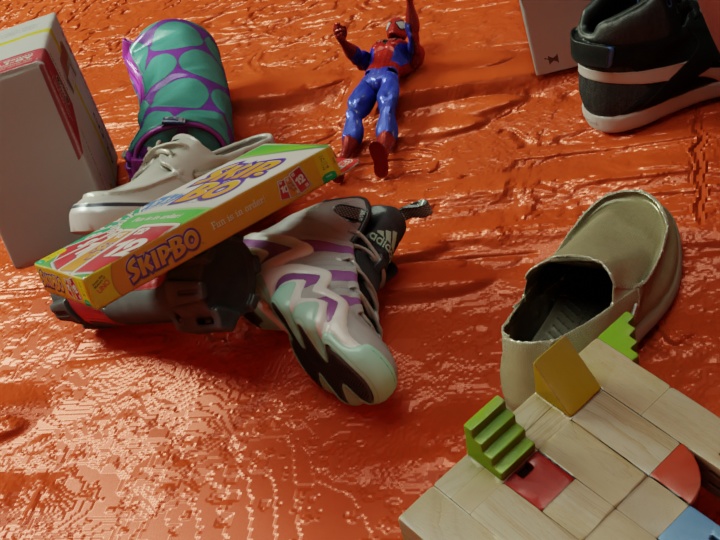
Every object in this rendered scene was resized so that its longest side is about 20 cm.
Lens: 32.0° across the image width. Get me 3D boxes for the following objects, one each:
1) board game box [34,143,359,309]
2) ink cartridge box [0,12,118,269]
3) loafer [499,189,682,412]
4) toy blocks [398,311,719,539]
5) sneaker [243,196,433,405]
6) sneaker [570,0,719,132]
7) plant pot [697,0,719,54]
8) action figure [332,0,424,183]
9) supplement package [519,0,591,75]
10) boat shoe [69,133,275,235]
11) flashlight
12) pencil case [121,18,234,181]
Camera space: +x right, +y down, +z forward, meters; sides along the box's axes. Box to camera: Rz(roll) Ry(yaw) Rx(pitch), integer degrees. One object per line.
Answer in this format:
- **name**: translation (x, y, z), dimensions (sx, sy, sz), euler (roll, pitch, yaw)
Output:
- **board game box**: translation (-0.102, -0.036, 0.803), dimensions (0.200, 0.030, 0.095), euler (-28, 19, -26)
- **ink cartridge box**: translation (-0.256, -0.110, 1.000), dimensions (0.083, 0.146, 0.200), euler (-21, 24, -2)
- **loafer**: translation (0.142, 0.011, 0.764), dimensions (0.075, 0.068, 0.200), euler (6, 45, 30)
- **toy blocks**: translation (0.121, 0.127, 0.625), dimensions (0.200, 0.100, 0.137), euler (-38, 52, -22)
- **sneaker**: translation (0.000, 0.000, 0.835), dimensions (0.140, 0.078, 0.200), euler (-34, 40, -16)
- **sneaker**: translation (0.250, -0.185, 0.919), dimensions (0.199, 0.112, 0.073), euler (-25, 38, -6)
- **plant pot**: translation (0.316, -0.169, 0.786), dimensions (0.199, 0.176, 0.200), euler (-20, 62, 0)
- **action figure**: translation (0.009, -0.171, 1.030), dimensions (0.065, 0.099, 0.200), euler (-4, 38, 18)
- **supplement package**: translation (0.194, -0.290, 1.040), dimensions (0.150, 0.152, 0.200), euler (-12, 38, 10)
- **boat shoe**: translation (-0.129, -0.066, 0.913), dimensions (0.072, 0.066, 0.200), euler (-1, 9, 44)
- **flashlight**: translation (-0.143, 0.005, 0.859), dimensions (0.200, 0.068, 0.068), euler (-8, 31, 49)
- **pencil case**: translation (-0.157, -0.137, 1.069), dimensions (0.092, 0.085, 0.200), euler (3, 35, -13)
